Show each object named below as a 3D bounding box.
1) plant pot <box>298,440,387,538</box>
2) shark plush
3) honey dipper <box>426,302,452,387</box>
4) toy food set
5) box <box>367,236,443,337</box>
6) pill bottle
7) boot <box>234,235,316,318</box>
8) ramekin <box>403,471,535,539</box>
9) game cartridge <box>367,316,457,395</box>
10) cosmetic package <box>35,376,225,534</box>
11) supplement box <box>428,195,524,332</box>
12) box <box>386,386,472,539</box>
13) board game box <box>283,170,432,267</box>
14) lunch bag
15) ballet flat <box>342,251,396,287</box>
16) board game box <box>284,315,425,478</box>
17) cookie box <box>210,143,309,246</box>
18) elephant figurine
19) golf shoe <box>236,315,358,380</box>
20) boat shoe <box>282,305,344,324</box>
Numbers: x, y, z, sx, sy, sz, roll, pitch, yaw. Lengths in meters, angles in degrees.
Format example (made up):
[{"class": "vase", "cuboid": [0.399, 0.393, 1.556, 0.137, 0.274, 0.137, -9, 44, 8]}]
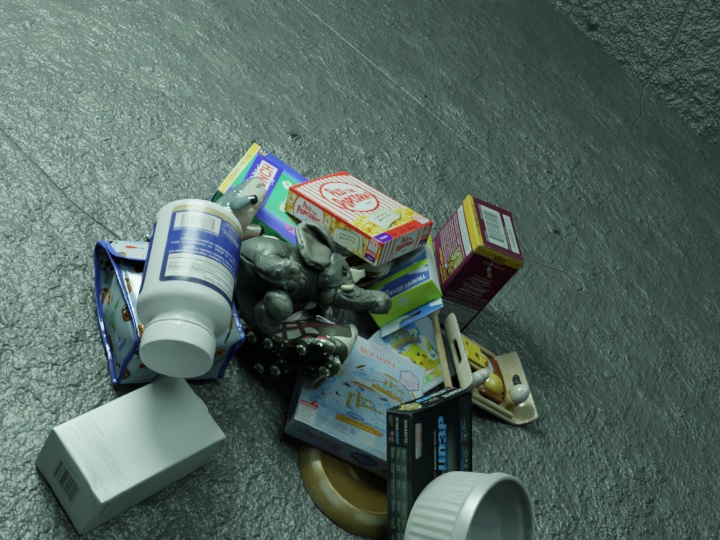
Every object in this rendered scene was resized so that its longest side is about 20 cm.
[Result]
[{"class": "plant pot", "cuboid": [0.003, 0.285, 1.344, 0.198, 0.028, 0.202, 22, 41, -20]}, {"class": "shark plush", "cuboid": [-0.233, -0.078, 1.453, 0.084, 0.198, 0.091, 60, -2, 31]}, {"class": "honey dipper", "cuboid": [0.135, 0.153, 1.511, 0.038, 0.038, 0.204, -6, 81, -43]}, {"class": "toy food set", "cuboid": [0.224, 0.166, 1.585, 0.199, 0.060, 0.145, 33, 33, -41]}, {"class": "box", "cuboid": [0.070, 0.013, 1.569, 0.048, 0.121, 0.201, 54, 17, -29]}, {"class": "pill bottle", "cuboid": [-0.216, 0.024, 1.168, 0.118, 0.120, 0.203, 20, 52, -22]}, {"class": "boot", "cuboid": [-0.172, 0.007, 1.416, 0.142, 0.074, 0.200, -10, 30, -31]}, {"class": "ramekin", "cuboid": [0.143, 0.365, 1.247, 0.199, 0.104, 0.204, -7, 99, -52]}, {"class": "game cartridge", "cuboid": [0.083, 0.146, 1.546, 0.134, 0.041, 0.199, 48, 38, 17]}, {"class": "cosmetic package", "cuboid": [-0.277, 0.217, 1.139, 0.199, 0.081, 0.113, -19, 65, -49]}, {"class": "supplement box", "cuboid": [0.185, -0.008, 1.650, 0.102, 0.201, 0.132, 19, 41, -23]}, {"class": "box", "cuboid": [0.099, 0.277, 1.305, 0.158, 0.045, 0.204, -8, 100, -52]}, {"class": "board game box", "cuboid": [-0.003, -0.088, 1.528, 0.199, 0.047, 0.151, 31, 31, 25]}, {"class": "lunch bag", "cuboid": [-0.270, 0.041, 1.286, 0.168, 0.124, 0.202, 4, 49, -36]}, {"class": "ballet flat", "cuboid": [0.000, 0.000, 1.498, 0.198, 0.065, 0.072, -25, 110, -34]}, {"class": "board game box", "cuboid": [-0.002, 0.189, 1.376, 0.198, 0.041, 0.201, 28, 41, -14]}, {"class": "cookie box", "cuboid": [-0.142, -0.099, 1.576, 0.199, 0.075, 0.172, 34, 38, -5]}, {"class": "elephant figurine", "cuboid": [-0.075, 0.006, 1.313, 0.198, 0.140, 0.158, -18, 103, -40]}, {"class": "golf shoe", "cuboid": [-0.095, 0.106, 1.340, 0.197, 0.078, 0.088, 6, 30, 32]}, {"class": "boat shoe", "cuboid": [-0.086, 0.072, 1.461, 0.198, 0.057, 0.067, -16, 62, -47]}]
